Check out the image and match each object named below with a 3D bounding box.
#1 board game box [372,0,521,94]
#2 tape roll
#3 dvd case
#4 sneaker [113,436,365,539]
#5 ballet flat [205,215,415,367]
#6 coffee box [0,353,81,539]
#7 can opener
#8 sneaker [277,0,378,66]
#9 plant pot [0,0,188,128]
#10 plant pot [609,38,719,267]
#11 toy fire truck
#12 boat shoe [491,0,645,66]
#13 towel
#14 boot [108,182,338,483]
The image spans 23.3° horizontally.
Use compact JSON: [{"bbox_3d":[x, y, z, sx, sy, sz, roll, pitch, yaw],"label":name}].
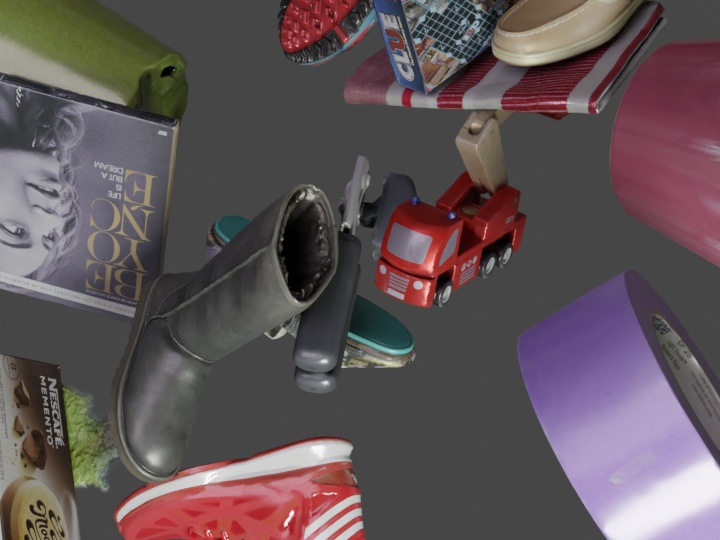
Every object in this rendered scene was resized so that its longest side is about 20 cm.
[{"bbox_3d":[0.089,-0.234,1.222,0.200,0.136,0.035,-38,40,-26],"label":"board game box"},{"bbox_3d":[0.190,0.105,1.133,0.085,0.200,0.200,-32,70,17],"label":"tape roll"},{"bbox_3d":[-0.221,-0.050,1.350,0.148,0.016,0.200,15,129,4],"label":"dvd case"},{"bbox_3d":[-0.090,0.203,1.309,0.200,0.078,0.116,-20,72,21],"label":"sneaker"},{"bbox_3d":[-0.042,0.033,1.331,0.200,0.072,0.072,35,96,25],"label":"ballet flat"},{"bbox_3d":[-0.288,0.172,1.381,0.080,0.113,0.201,-15,75,21],"label":"coffee box"},{"bbox_3d":[0.000,0.000,1.273,0.067,0.053,0.200,7,52,6],"label":"can opener"},{"bbox_3d":[0.026,-0.212,1.299,0.200,0.095,0.079,-36,62,29],"label":"sneaker"},{"bbox_3d":[-0.246,-0.149,1.394,0.190,0.200,0.201,25,91,13],"label":"plant pot"},{"bbox_3d":[0.272,-0.074,1.145,0.179,0.200,0.201,20,89,41],"label":"plant pot"},{"bbox_3d":[0.087,-0.067,1.241,0.049,0.200,0.141,23,119,26],"label":"toy fire truck"},{"bbox_3d":[0.170,-0.212,1.222,0.200,0.065,0.072,-32,39,-16],"label":"boat shoe"},{"bbox_3d":[0.104,-0.157,1.251,0.199,0.144,0.023,6,128,31],"label":"towel"},{"bbox_3d":[-0.096,0.048,1.252,0.200,0.072,0.182,-20,59,43],"label":"boot"}]
